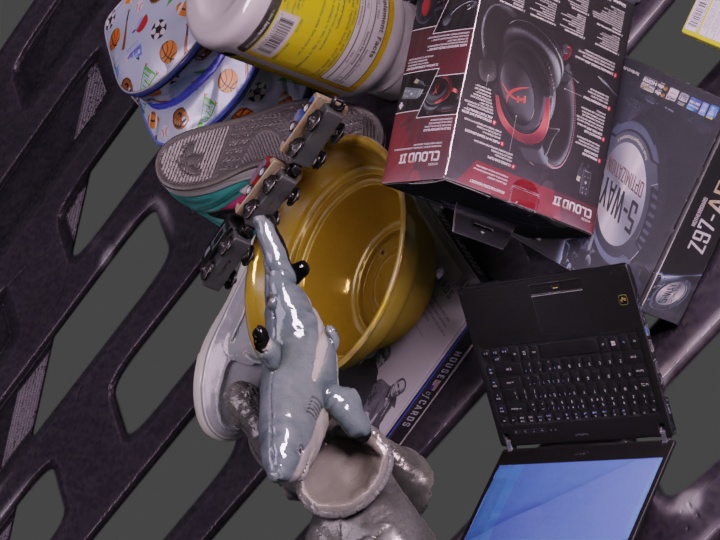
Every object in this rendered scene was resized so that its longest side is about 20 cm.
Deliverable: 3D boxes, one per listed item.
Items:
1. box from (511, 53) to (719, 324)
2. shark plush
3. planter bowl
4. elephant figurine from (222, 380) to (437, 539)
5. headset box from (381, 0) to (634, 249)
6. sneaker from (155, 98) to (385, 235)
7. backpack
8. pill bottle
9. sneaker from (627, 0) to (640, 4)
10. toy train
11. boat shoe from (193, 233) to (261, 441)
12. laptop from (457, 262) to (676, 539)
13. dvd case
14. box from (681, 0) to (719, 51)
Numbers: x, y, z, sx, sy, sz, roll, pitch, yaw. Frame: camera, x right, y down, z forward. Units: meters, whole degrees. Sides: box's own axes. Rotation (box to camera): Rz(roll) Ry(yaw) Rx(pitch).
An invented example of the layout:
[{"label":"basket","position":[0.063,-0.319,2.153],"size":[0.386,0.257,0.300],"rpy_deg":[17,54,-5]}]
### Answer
[{"label":"box","position":[0.191,-0.071,1.544],"size":[0.200,0.044,0.160],"rpy_deg":[36,104,52]},{"label":"shark plush","position":[-0.048,0.057,1.559],"size":[0.091,0.083,0.200],"rpy_deg":[0,85,32]},{"label":"planter bowl","position":[0.000,0.000,1.674],"size":[0.200,0.083,0.200],"rpy_deg":[-25,57,44]},{"label":"elephant figurine","position":[-0.010,0.169,1.621],"size":[0.142,0.155,0.200],"rpy_deg":[139,129,-66]},{"label":"headset box","position":[0.106,-0.117,1.512],"size":[0.075,0.149,0.200],"rpy_deg":[-2,75,52]},{"label":"sneaker","position":[-0.070,-0.085,1.855],"size":[0.200,0.121,0.084],"rpy_deg":[-9,71,7]},{"label":"backpack","position":[-0.134,-0.197,1.933],"size":[0.200,0.154,0.191],"rpy_deg":[-44,53,31]},{"label":"pill bottle","position":[-0.037,-0.211,1.763],"size":[0.112,0.200,0.112],"rpy_deg":[-24,58,45]},{"label":"sneaker","position":[0.133,-0.198,1.646],"size":[0.200,0.075,0.081],"rpy_deg":[-46,44,32]},{"label":"toy train","position":[-0.070,-0.066,1.686],"size":[0.200,0.034,0.046],"rpy_deg":[-52,28,26]},{"label":"boat shoe","position":[-0.086,0.053,1.822],"size":[0.072,0.070,0.201],"rpy_deg":[11,81,63]},{"label":"laptop","position":[0.124,0.111,1.499],"size":[0.177,0.103,0.200],"rpy_deg":[-9,99,49]},{"label":"dvd case","position":[0.026,0.053,1.722],"size":[0.200,0.025,0.150],"rpy_deg":[-55,40,21]},{"label":"box","position":[0.316,-0.182,1.428],"size":[0.200,0.048,0.117],"rpy_deg":[36,105,54]}]
